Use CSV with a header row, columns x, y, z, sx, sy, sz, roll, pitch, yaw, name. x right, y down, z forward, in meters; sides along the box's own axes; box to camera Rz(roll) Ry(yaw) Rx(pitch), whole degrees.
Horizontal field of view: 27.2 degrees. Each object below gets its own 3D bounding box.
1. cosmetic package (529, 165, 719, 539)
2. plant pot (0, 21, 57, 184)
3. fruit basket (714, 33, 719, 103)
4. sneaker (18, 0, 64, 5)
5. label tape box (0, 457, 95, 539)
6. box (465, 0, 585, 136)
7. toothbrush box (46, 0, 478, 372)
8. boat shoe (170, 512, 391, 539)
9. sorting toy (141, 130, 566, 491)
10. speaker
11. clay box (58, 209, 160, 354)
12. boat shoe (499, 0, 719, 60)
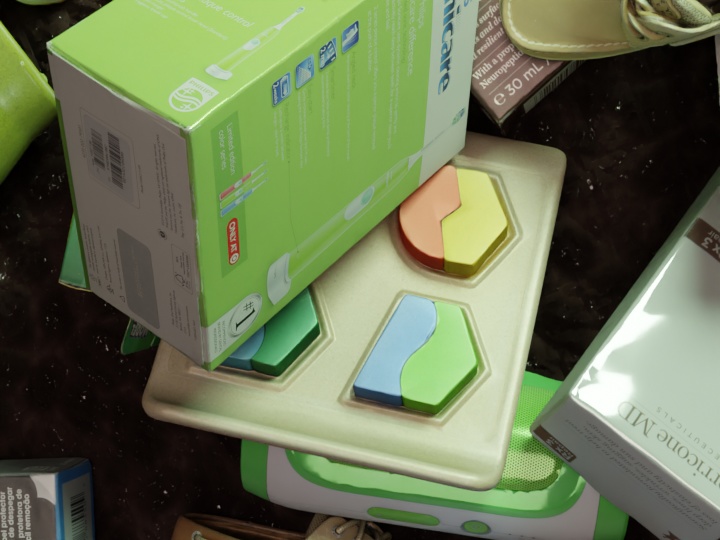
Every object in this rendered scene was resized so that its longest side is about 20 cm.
x,y,z,sx,sy,sz,roll,pitch,yaw,name
0.182,0.027,0.728,0.101,0.074,0.200,37,66,4,cosmetic package
-0.267,-0.077,0.769,0.193,0.200,0.201,-39,87,-6,plant pot
0.255,-0.092,0.700,0.183,0.094,0.202,11,60,-9,fruit basket
-0.153,-0.242,0.792,0.075,0.088,0.202,16,92,8,sneaker
-0.249,0.182,0.824,0.198,0.066,0.145,-3,91,5,label tape box
0.046,-0.180,0.778,0.100,0.075,0.200,-41,85,6,box
-0.036,-0.077,0.681,0.086,0.146,0.200,32,54,26,toothbrush box
-0.012,0.163,0.793,0.198,0.076,0.073,1,89,5,boat shoe
0.000,0.000,0.758,0.183,0.037,0.202,11,64,8,sorting toy
0.041,0.093,0.778,0.198,0.088,0.089,7,92,6,speaker
-0.106,-0.061,0.776,0.047,0.115,0.202,14,92,7,clay box
0.142,-0.135,0.664,0.199,0.065,0.073,-9,108,35,boat shoe
